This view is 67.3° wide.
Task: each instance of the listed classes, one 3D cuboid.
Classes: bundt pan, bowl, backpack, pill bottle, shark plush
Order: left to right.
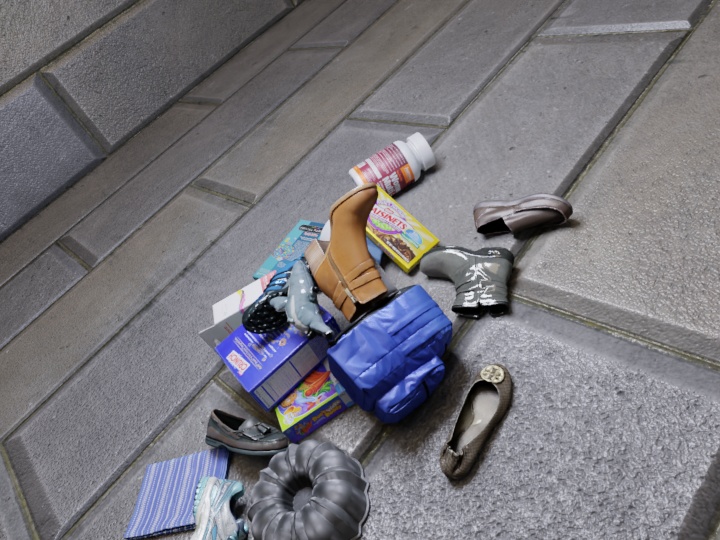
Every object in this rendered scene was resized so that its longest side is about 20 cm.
[{"bbox_3d":[-0.089,0.351,0.834,0.200,0.076,0.203,-18,39,15],"label":"bundt pan"},{"bbox_3d":[-0.094,0.055,0.895,0.200,0.090,0.084,-117,48,-68],"label":"shark plush"},{"bbox_3d":[0.000,0.000,1.028,0.074,0.200,0.201,-40,76,2],"label":"bowl"},{"bbox_3d":[0.079,-0.251,1.342,0.199,0.110,0.110,-32,38,-1],"label":"pill bottle"},{"bbox_3d":[0.064,0.137,0.897,0.200,0.163,0.168,-39,77,-17],"label":"backpack"}]

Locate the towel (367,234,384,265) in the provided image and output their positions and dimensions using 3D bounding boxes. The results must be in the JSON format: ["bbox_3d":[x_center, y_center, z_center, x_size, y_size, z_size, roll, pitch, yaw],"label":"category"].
[{"bbox_3d":[-0.003,-0.045,1.177,0.110,0.049,0.202,18,62,1],"label":"towel"}]

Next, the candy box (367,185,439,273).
[{"bbox_3d":[0.065,-0.094,1.165,0.102,0.026,0.200,-40,72,-22],"label":"candy box"}]

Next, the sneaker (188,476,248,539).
[{"bbox_3d":[-0.221,0.423,0.842,0.085,0.078,0.202,0,55,-5],"label":"sneaker"}]

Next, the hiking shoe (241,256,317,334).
[{"bbox_3d":[-0.149,0.047,1.019,0.086,0.075,0.200,9,41,48],"label":"hiking shoe"}]

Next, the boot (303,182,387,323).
[{"bbox_3d":[0.000,-0.027,0.882,0.155,0.073,0.200,55,127,25],"label":"boot"}]

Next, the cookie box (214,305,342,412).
[{"bbox_3d":[-0.154,0.139,1.029,0.200,0.076,0.171,-41,39,-14],"label":"cookie box"}]

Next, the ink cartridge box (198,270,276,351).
[{"bbox_3d":[-0.236,0.101,1.163,0.199,0.117,0.068,-29,39,2],"label":"ink cartridge box"}]

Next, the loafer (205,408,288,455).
[{"bbox_3d":[-0.209,0.286,0.963,0.198,0.072,0.064,-6,84,37],"label":"loafer"}]

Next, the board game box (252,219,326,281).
[{"bbox_3d":[-0.143,-0.030,1.300,0.150,0.047,0.201,13,55,41],"label":"board game box"}]

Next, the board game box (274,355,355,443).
[{"bbox_3d":[-0.106,0.206,1.024,0.134,0.045,0.200,-33,39,-2],"label":"board game box"}]

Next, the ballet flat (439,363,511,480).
[{"bbox_3d":[0.174,0.221,0.824,0.067,0.047,0.201,12,55,40],"label":"ballet flat"}]

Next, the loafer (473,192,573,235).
[{"bbox_3d":[0.315,-0.098,1.067,0.198,0.073,0.072,-4,56,37],"label":"loafer"}]

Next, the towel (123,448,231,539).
[{"bbox_3d":[-0.328,0.399,0.979,0.198,0.024,0.146,-18,39,16],"label":"towel"}]

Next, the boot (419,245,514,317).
[{"bbox_3d":[0.188,0.023,1.018,0.198,0.068,0.132,-2,53,34],"label":"boot"}]
